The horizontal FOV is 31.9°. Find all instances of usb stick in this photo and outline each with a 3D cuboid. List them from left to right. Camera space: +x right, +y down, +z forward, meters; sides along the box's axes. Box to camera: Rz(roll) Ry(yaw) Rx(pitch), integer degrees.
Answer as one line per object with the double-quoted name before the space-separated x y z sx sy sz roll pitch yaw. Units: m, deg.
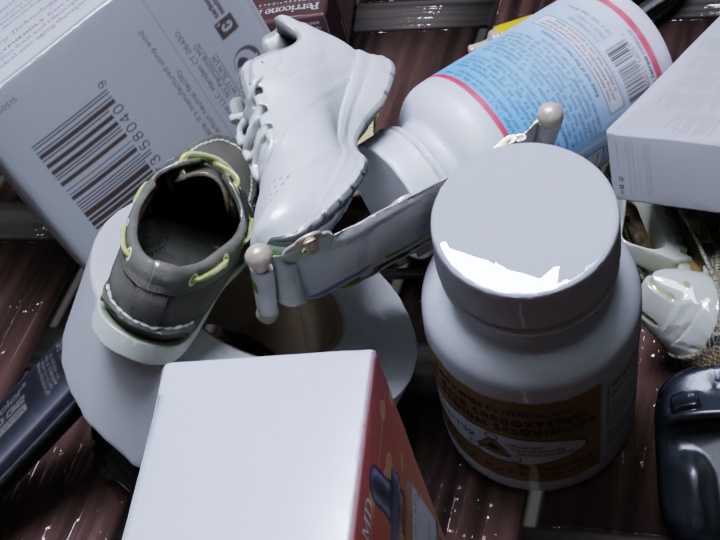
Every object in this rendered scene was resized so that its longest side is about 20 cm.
"usb stick" -0.223 0.112 0.777 0.200 0.033 0.055 -46 38 9

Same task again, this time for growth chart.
"growth chart" 0.025 -0.026 0.679 0.200 0.145 0.018 -27 78 -15

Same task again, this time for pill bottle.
"pill bottle" 0.097 -0.093 0.813 0.200 0.109 0.109 -32 46 -18
"pill bottle" 0.091 0.028 0.668 0.114 0.200 0.115 -5 57 7

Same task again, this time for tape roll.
"tape roll" -0.070 0.041 0.742 0.202 0.071 0.203 19 34 -13

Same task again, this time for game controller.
"game controller" 0.257 0.097 0.660 0.199 0.042 0.105 -4 80 16

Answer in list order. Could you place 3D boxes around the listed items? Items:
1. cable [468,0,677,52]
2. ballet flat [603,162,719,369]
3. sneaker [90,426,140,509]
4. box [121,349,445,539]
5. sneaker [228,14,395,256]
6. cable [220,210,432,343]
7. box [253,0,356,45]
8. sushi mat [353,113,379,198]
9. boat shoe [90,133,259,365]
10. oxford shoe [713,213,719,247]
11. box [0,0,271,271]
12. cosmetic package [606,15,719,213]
"cable" 0.184 -0.186 0.948 0.200 0.050 0.097 -34 52 -14
"ballet flat" 0.187 0.000 0.761 0.075 0.068 0.200 18 37 -25
"sneaker" -0.117 0.104 0.784 0.079 0.074 0.200 -6 32 -29
"box" -0.026 0.159 0.596 0.106 0.200 0.153 -5 47 15
"sneaker" -0.041 -0.075 0.725 0.087 0.075 0.200 30 37 -14
"cable" 0.000 0.000 0.868 0.200 0.050 0.097 -39 64 -2
"box" -0.059 -0.246 1.085 0.100 0.075 0.200 -6 48 13
"sushi mat" -0.078 -0.060 0.928 0.199 0.012 0.096 -17 43 19
"boat shoe" -0.091 -0.028 0.704 0.072 0.060 0.202 24 33 -5
"oxford shoe" 0.306 -0.022 0.742 0.199 0.074 0.071 9 51 26
"box" -0.166 -0.121 0.881 0.200 0.199 0.171 -41 38 -11
"cosmetic package" 0.233 -0.104 0.777 0.082 0.051 0.200 9 36 36
